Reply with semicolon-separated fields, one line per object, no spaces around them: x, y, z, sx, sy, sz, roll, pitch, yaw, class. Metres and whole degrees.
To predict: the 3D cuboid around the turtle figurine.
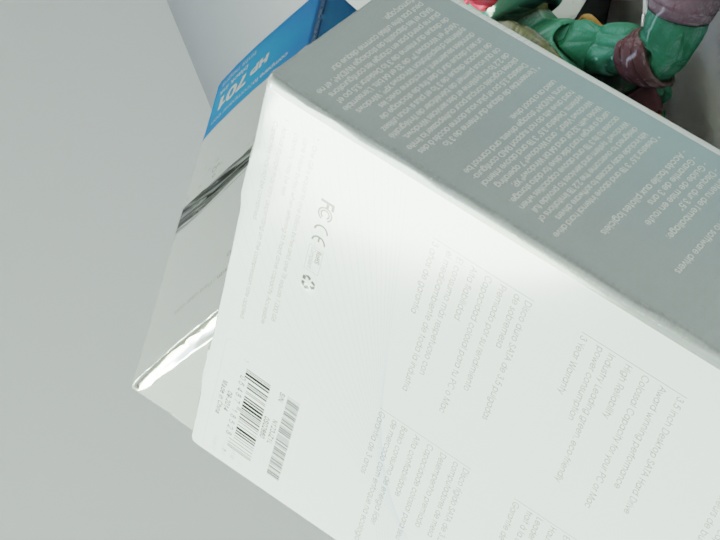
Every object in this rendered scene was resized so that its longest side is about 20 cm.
0.093;-0.054;0.644;0.201;0.100;0.150;62;176;4;turtle figurine

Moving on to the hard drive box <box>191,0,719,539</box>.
0.059;0.034;0.551;0.200;0.077;0.156;33;136;17;hard drive box

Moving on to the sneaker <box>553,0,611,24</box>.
0.073;-0.027;0.735;0.112;0.200;0.073;40;149;-14;sneaker

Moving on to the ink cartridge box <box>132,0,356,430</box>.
0.000;0.000;0.792;0.146;0.086;0.201;39;-143;-23;ink cartridge box
